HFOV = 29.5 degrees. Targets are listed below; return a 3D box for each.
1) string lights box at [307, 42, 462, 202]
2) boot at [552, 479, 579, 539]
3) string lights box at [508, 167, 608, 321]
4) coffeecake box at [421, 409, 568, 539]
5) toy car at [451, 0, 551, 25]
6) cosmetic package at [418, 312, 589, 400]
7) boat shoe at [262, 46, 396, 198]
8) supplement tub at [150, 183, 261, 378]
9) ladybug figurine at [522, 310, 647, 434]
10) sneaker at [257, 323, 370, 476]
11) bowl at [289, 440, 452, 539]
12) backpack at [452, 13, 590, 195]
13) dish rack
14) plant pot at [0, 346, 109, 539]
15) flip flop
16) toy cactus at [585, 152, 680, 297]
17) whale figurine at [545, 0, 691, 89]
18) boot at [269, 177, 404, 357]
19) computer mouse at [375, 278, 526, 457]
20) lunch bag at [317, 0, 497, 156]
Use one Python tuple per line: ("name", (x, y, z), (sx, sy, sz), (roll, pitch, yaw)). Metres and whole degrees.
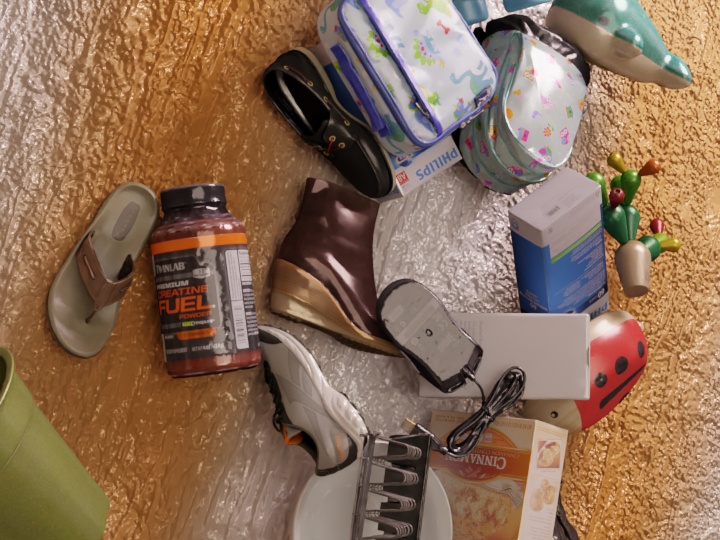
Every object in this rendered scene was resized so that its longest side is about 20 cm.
("string lights box", (0.027, -0.194, 1.618), (0.102, 0.059, 0.201), (-33, 100, -28))
("boot", (0.207, 0.295, 1.632), (0.200, 0.069, 0.176), (-31, 106, -66))
("string lights box", (0.242, -0.010, 1.651), (0.102, 0.059, 0.201), (-35, 136, -23))
("coffeecake box", (0.144, 0.271, 1.576), (0.073, 0.152, 0.202), (21, 75, -46))
("toy car", (0.176, -0.410, 1.685), (0.199, 0.175, 0.186), (-27, 103, -55))
("cosmetic package", (0.168, 0.101, 1.603), (0.197, 0.074, 0.103), (2, 85, 6))
("boat shoe", (-0.038, -0.160, 1.569), (0.202, 0.073, 0.063), (53, 44, -7))
("supplement tub", (-0.170, 0.011, 1.475), (0.106, 0.107, 0.202), (-7, 88, -27))
("ladybug figurine", (0.285, 0.131, 1.684), (0.200, 0.072, 0.136), (-40, 143, -17))
("sneaker", (-0.071, 0.137, 1.489), (0.079, 0.074, 0.200), (-33, 63, -20))
("bowl", (-0.002, 0.292, 1.542), (0.199, 0.090, 0.204), (2, 85, -26))
("backpack", (0.194, -0.196, 1.660), (0.166, 0.126, 0.202), (28, 65, -17))
("dish rack", (0.028, 0.240, 1.418), (0.054, 0.200, 0.155), (5, 82, 12))
("plant pot", (-0.350, 0.211, 1.337), (0.190, 0.199, 0.201), (49, 66, -29))
("flip flop", (-0.268, -0.005, 1.452), (0.081, 0.057, 0.201), (32, 72, -21))
("toy cactus", (0.344, -0.047, 1.705), (0.200, 0.101, 0.167), (44, 38, -51))
("whale figurine", (0.334, -0.301, 1.728), (0.198, 0.159, 0.105), (26, 98, -8))
("boot", (0.000, 0.000, 1.579), (0.198, 0.072, 0.168), (23, 77, -20))
("computer mouse", (0.076, 0.115, 1.546), (0.200, 0.046, 0.141), (40, 79, -6))
("lunch bag", (0.052, -0.242, 1.557), (0.160, 0.082, 0.201), (-36, 101, -29))
